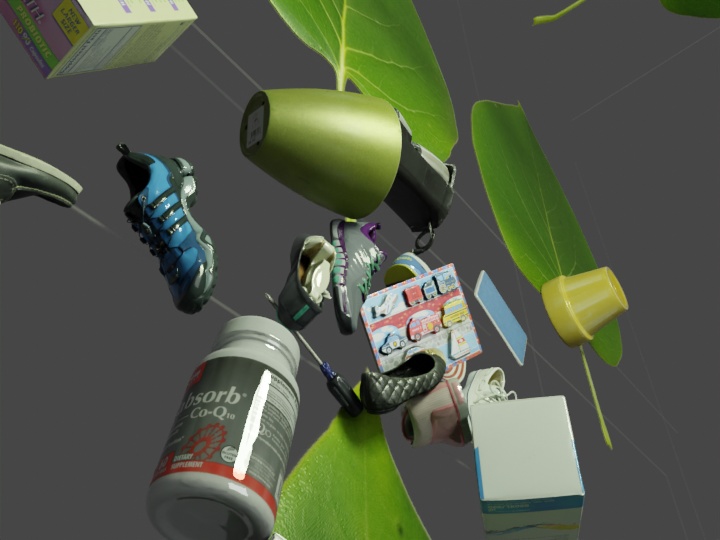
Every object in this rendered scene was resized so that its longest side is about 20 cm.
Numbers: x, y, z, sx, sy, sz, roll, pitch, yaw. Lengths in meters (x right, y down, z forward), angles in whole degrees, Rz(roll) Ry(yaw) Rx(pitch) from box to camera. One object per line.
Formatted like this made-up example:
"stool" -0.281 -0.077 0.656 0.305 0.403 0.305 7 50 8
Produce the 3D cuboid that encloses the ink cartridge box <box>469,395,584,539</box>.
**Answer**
"ink cartridge box" 0.244 0.309 0.984 0.203 0.140 0.150 73 13 -47

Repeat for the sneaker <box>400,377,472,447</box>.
"sneaker" 0.111 0.229 1.002 0.201 0.102 0.077 70 -4 -60

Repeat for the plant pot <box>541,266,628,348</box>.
"plant pot" 0.639 0.089 1.862 0.200 0.187 0.204 38 35 -33

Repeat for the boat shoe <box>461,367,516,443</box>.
"boat shoe" 0.229 0.226 1.152 0.076 0.085 0.202 63 23 -6

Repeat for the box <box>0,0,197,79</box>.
"box" -0.316 -0.333 0.754 0.178 0.095 0.200 57 28 -8

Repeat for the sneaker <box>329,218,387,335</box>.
"sneaker" 0.000 0.000 0.968 0.075 0.085 0.204 86 -1 -53

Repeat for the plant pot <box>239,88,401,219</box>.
"plant pot" -0.071 -0.188 0.971 0.196 0.187 0.192 10 55 -37

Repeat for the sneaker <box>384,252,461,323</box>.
"sneaker" 0.120 0.052 1.112 0.202 0.073 0.083 53 27 -16

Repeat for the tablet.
"tablet" 0.320 0.107 1.500 0.202 0.013 0.130 55 29 -10

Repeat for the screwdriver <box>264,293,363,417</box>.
"screwdriver" -0.059 0.108 0.857 0.202 0.029 0.028 56 46 -10

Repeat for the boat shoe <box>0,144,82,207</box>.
"boat shoe" -0.330 -0.081 0.558 0.199 0.070 0.070 18 85 -60

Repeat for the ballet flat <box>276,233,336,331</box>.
"ballet flat" -0.063 0.001 0.891 0.073 0.072 0.202 47 27 -23

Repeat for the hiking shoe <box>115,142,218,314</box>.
"hiking shoe" -0.213 -0.041 0.704 0.085 0.074 0.203 12 45 -45

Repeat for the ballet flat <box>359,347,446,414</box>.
"ballet flat" 0.067 0.142 0.921 0.198 0.065 0.059 -20 108 -54

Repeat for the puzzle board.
"puzzle board" 0.097 0.088 1.026 0.196 0.017 0.155 -19 88 -31

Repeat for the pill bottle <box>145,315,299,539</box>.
"pill bottle" -0.119 0.149 0.629 0.116 0.114 0.203 44 32 -27

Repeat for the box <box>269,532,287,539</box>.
"box" -0.111 0.313 0.500 0.034 0.111 0.201 31 31 2

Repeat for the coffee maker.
"coffee maker" 0.080 -0.170 1.225 0.199 0.133 0.196 34 39 -39

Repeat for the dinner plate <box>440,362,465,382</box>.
"dinner plate" 0.123 0.107 1.164 0.199 0.024 0.204 41 34 -35
